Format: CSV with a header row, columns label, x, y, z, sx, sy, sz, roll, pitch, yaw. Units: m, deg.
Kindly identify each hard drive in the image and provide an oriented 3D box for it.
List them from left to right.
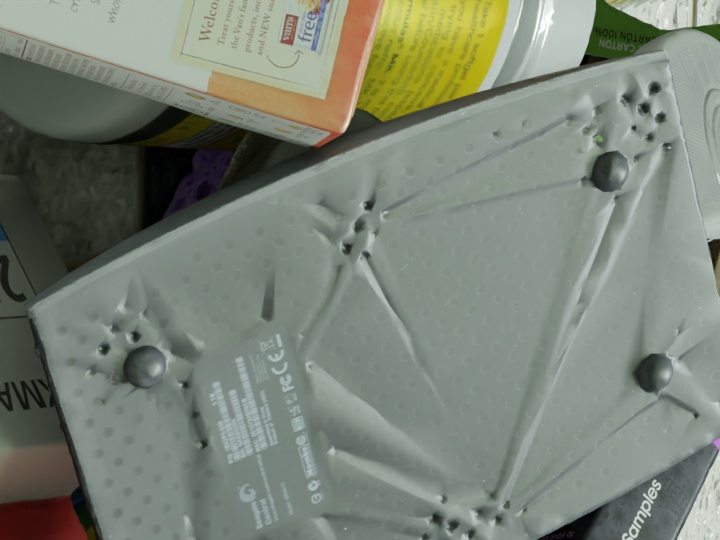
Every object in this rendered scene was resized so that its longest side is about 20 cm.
label,x,y,z,sx,sy,sz,roll,pitch,yaw
hard drive,0.007,0.023,0.822,0.199,0.042,0.136,-23,114,-17

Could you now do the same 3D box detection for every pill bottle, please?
label,x,y,z,sx,sy,sz,roll,pitch,yaw
pill bottle,-0.021,-0.093,0.902,0.199,0.114,0.115,1,99,-48

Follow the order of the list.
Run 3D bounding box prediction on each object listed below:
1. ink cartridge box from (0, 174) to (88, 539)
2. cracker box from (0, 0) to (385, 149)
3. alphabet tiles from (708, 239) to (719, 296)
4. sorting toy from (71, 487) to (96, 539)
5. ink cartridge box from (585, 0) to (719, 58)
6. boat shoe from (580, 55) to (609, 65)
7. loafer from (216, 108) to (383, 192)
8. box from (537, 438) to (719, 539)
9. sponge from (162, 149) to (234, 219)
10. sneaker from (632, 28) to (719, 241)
label,x,y,z,sx,sy,sz,roll,pitch,yaw
ink cartridge box,-0.132,0.058,0.779,0.200,0.045,0.177,-4,61,-55
cracker box,-0.082,-0.126,0.761,0.058,0.199,0.135,166,-59,-80
alphabet tiles,0.129,0.012,1.174,0.200,0.007,0.168,124,-18,-85
sorting toy,-0.109,0.164,0.900,0.200,0.069,0.200,-32,126,-41
ink cartridge box,0.107,-0.172,1.054,0.076,0.147,0.201,-10,109,-55
boat shoe,0.079,-0.042,1.116,0.072,0.072,0.200,46,39,-4
loafer,-0.032,0.016,0.904,0.075,0.070,0.201,-22,145,-27
box,0.032,0.111,0.906,0.036,0.143,0.201,41,58,-20
sponge,0.000,0.000,1.059,0.112,0.030,0.200,-63,144,-21
sneaker,0.063,-0.021,0.979,0.073,0.111,0.200,66,28,-9
